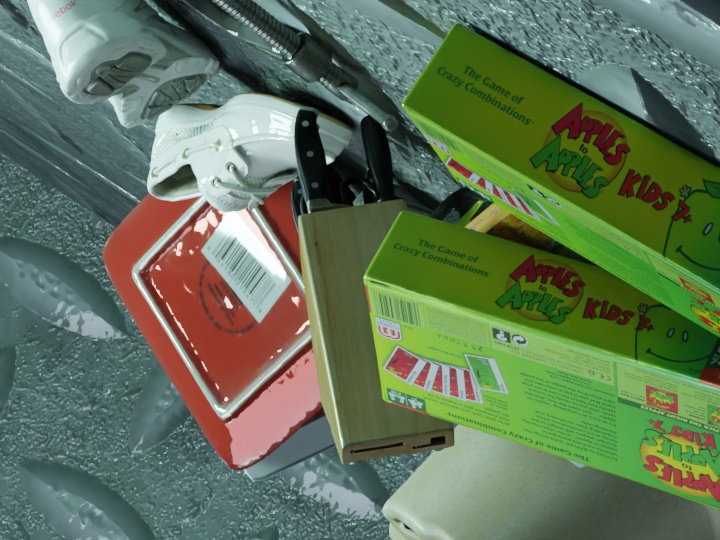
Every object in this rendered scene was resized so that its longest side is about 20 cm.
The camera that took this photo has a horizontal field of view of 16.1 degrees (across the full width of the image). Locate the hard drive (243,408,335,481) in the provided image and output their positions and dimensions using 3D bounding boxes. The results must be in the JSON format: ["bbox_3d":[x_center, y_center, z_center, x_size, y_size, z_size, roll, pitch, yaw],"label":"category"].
[{"bbox_3d":[-0.015,0.070,1.864,0.027,0.132,0.200,57,-160,-19],"label":"hard drive"}]

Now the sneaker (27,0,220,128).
[{"bbox_3d":[-0.152,-0.153,1.599,0.100,0.078,0.200,59,-174,12],"label":"sneaker"}]

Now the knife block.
[{"bbox_3d":[0.000,0.000,1.437,0.200,0.064,0.176,-114,15,-77],"label":"knife block"}]

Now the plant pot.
[{"bbox_3d":[0.122,0.140,1.560,0.201,0.183,0.201,47,167,15],"label":"plant pot"}]

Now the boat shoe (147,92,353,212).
[{"bbox_3d":[-0.074,-0.069,1.630,0.071,0.070,0.200,26,166,-28],"label":"boat shoe"}]

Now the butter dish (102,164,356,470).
[{"bbox_3d":[-0.049,0.004,1.783,0.148,0.199,0.200,-15,-113,-51],"label":"butter dish"}]

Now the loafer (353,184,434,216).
[{"bbox_3d":[0.074,0.018,1.661,0.200,0.070,0.070,36,-178,-9],"label":"loafer"}]

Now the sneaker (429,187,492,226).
[{"bbox_3d":[0.106,0.013,1.420,0.200,0.076,0.076,30,171,47],"label":"sneaker"}]

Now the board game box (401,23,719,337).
[{"bbox_3d":[0.121,-0.029,1.128,0.200,0.048,0.102,32,174,24],"label":"board game box"}]

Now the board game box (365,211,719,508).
[{"bbox_3d":[0.106,0.045,1.244,0.199,0.048,0.102,17,145,20],"label":"board game box"}]

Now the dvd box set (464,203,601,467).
[{"bbox_3d":[0.109,0.023,1.300,0.146,0.029,0.200,36,148,-10],"label":"dvd box set"}]

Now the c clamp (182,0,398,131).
[{"bbox_3d":[-0.080,-0.154,1.370,0.200,0.027,0.171,35,179,-26],"label":"c clamp"}]
